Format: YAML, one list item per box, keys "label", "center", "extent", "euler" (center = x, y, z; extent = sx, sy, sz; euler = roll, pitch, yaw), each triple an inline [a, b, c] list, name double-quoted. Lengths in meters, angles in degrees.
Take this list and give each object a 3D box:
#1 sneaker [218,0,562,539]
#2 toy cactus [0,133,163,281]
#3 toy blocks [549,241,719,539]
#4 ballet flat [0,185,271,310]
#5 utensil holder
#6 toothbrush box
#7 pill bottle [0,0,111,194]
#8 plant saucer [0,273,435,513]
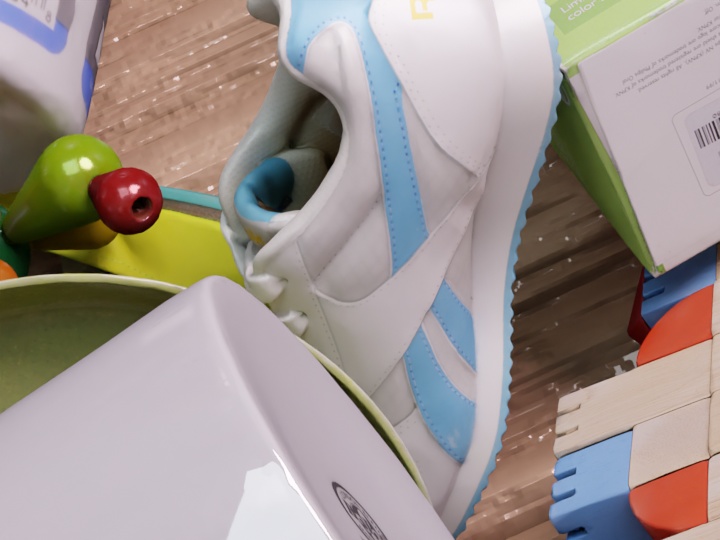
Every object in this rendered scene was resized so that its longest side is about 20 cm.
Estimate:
- label: "sneaker"
  center: [0.000, 0.000, 0.765]
  extent: [0.080, 0.201, 0.077]
  euler: [-5, 32, -17]
- label: "toy cactus"
  center: [-0.133, 0.034, 0.832]
  extent: [0.165, 0.102, 0.201]
  euler: [41, 115, 47]
- label: "toy blocks"
  center: [0.114, 0.049, 0.745]
  extent: [0.136, 0.100, 0.200]
  euler: [-23, 30, 25]
- label: "ballet flat"
  center: [-0.081, -0.003, 0.873]
  extent: [0.199, 0.067, 0.067]
  euler: [19, 89, 29]
- label: "utensil holder"
  center: [-0.070, 0.121, 0.659]
  extent: [0.200, 0.170, 0.170]
  euler: [-37, 56, 6]
- label: "toothbrush box"
  center: [0.099, -0.111, 0.823]
  extent: [0.145, 0.086, 0.200]
  euler: [-30, 38, -2]
- label: "pill bottle"
  center: [-0.125, -0.135, 0.851]
  extent: [0.113, 0.114, 0.201]
  euler: [0, 64, 18]
- label: "plant saucer"
  center: [-0.076, 0.087, 0.754]
  extent: [0.199, 0.201, 0.031]
  euler: [-19, 23, 6]
